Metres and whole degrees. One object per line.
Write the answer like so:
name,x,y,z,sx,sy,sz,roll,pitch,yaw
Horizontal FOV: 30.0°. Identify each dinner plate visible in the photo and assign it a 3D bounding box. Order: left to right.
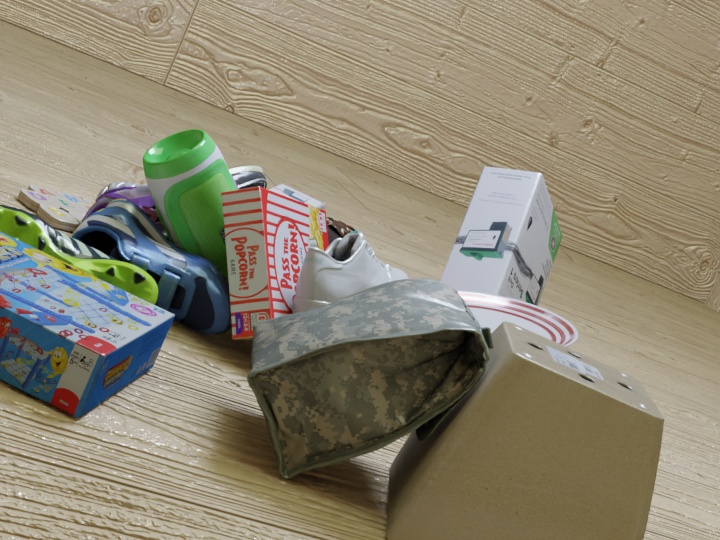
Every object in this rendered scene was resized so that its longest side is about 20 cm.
dinner plate,0.139,0.061,1.476,0.200,0.024,0.200,7,16,-2

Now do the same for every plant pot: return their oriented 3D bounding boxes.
plant pot,0.151,0.159,1.139,0.200,0.177,0.200,25,10,-2

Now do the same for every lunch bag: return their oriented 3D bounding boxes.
lunch bag,0.013,0.082,1.154,0.200,0.118,0.164,-19,13,1

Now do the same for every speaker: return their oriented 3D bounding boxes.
speaker,-0.161,-0.047,1.438,0.088,0.088,0.200,41,-24,59

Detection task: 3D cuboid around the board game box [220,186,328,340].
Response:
board game box,-0.084,0.001,1.427,0.046,0.152,0.200,-7,-6,17

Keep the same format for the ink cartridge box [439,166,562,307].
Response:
ink cartridge box,0.175,-0.005,1.678,0.084,0.200,0.146,8,-29,26

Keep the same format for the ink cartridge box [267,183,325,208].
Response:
ink cartridge box,-0.109,-0.045,1.757,0.067,0.117,0.200,26,10,3

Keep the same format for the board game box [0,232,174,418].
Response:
board game box,-0.277,0.035,1.117,0.196,0.056,0.200,25,10,4

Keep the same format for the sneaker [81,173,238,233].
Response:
sneaker,-0.231,-0.066,1.509,0.200,0.081,0.088,-11,15,25

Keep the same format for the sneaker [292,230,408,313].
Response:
sneaker,0.000,0.000,1.428,0.075,0.089,0.200,7,9,28

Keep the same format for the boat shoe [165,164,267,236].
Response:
boat shoe,-0.192,-0.070,1.643,0.201,0.072,0.066,-24,68,-34

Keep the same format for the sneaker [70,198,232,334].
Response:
sneaker,-0.216,0.006,1.382,0.200,0.074,0.082,35,30,19

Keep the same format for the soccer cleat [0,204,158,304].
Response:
soccer cleat,-0.293,-0.005,1.306,0.200,0.068,0.081,24,-8,-7

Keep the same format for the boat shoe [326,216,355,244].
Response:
boat shoe,-0.037,-0.034,1.651,0.070,0.071,0.200,-10,6,4

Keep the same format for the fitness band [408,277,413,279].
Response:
fitness band,0.085,0.068,1.622,0.200,0.037,0.144,24,-31,-9

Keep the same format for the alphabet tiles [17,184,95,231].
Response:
alphabet tiles,-0.314,-0.058,1.641,0.200,0.015,0.196,13,15,-46
